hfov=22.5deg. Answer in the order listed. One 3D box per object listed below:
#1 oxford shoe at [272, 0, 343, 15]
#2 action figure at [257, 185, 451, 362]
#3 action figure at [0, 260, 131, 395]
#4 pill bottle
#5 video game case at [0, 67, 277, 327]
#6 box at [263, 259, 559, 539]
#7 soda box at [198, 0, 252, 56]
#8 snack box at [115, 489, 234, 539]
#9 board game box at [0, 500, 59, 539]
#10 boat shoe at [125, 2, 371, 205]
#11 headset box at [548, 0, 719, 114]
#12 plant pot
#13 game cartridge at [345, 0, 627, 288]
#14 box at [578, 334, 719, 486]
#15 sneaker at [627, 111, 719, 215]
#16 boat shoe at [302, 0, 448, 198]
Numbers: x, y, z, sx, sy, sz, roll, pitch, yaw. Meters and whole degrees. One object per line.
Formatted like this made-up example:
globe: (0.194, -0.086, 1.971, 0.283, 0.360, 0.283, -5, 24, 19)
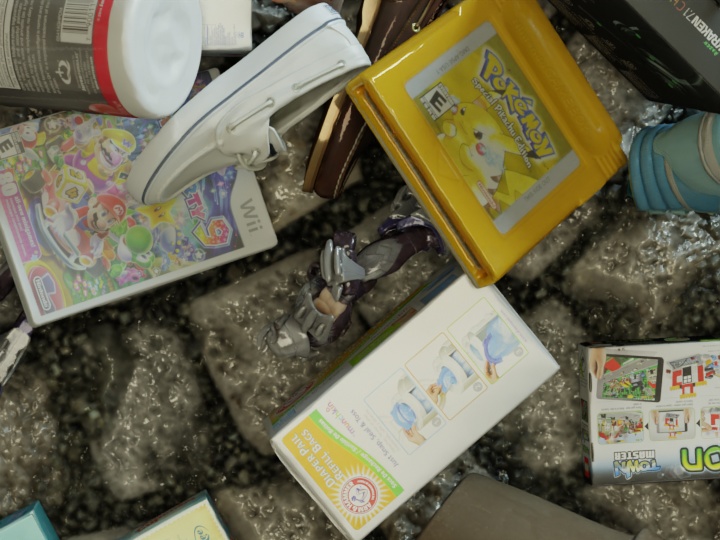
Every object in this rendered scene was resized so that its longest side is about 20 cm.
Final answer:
oxford shoe: (-0.009, -0.280, 1.341, 0.073, 0.071, 0.201, 28, 87, -36)
action figure: (0.000, 0.000, 1.340, 0.200, 0.130, 0.070, -38, 93, -19)
action figure: (-0.235, -0.003, 1.354, 0.130, 0.069, 0.201, 37, 87, -1)
pill bottle: (-0.222, -0.170, 1.295, 0.198, 0.111, 0.112, 7, 93, 24)
video game case: (-0.173, -0.056, 1.339, 0.199, 0.018, 0.144, -19, 88, -24)
box: (0.033, 0.095, 1.358, 0.200, 0.112, 0.102, -40, 96, -3)
soda box: (-0.112, -0.262, 1.347, 0.063, 0.068, 0.202, 0, 94, -4)
snack box: (-0.121, 0.285, 1.394, 0.116, 0.037, 0.201, -28, 95, -3)
board game box: (-0.266, 0.301, 1.378, 0.150, 0.047, 0.201, -27, 95, -2)
boat shoe: (-0.080, -0.107, 1.304, 0.200, 0.074, 0.065, -41, 79, 5)
headset box: (0.212, -0.204, 1.300, 0.174, 0.200, 0.093, 41, 90, -14)
plant pot: (0.121, 0.244, 1.350, 0.174, 0.200, 0.201, 36, 90, 11)
game cartridge: (0.101, -0.110, 1.336, 0.200, 0.032, 0.177, -40, 99, -38)
box: (0.272, 0.107, 1.417, 0.198, 0.035, 0.111, -2, 94, -5)
sneaker: (0.283, -0.067, 1.394, 0.199, 0.130, 0.080, 30, 64, -39)
boat shoe: (0.016, -0.145, 1.363, 0.070, 0.070, 0.201, 21, 92, -4)
